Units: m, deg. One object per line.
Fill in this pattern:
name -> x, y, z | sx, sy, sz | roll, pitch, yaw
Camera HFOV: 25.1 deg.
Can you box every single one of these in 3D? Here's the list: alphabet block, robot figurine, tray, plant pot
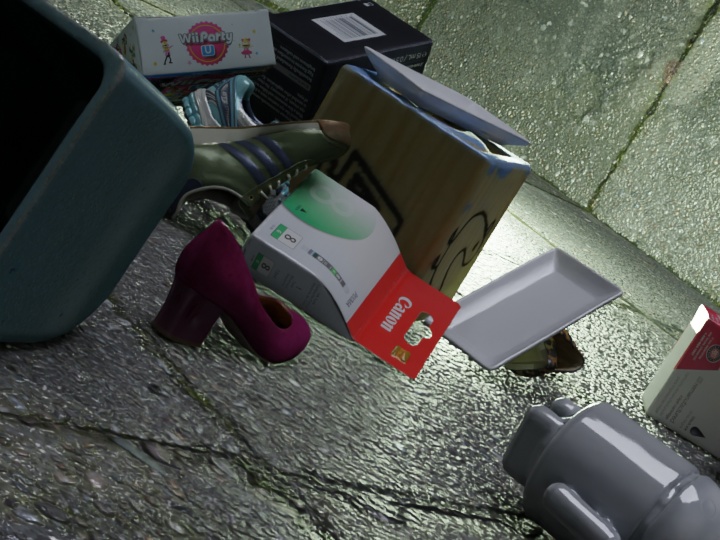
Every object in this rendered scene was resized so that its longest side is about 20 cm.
alphabet block -> 0.036, -0.080, 1.728 | 0.196, 0.201, 0.195 | 35, 12, 17
robot figurine -> 0.208, 0.183, 1.275 | 0.200, 0.114, 0.169 | 38, 28, 27
tray -> 0.091, -0.178, 1.723 | 0.199, 0.022, 0.107 | 19, 16, -47
plant pot -> -0.223, -0.071, 1.050 | 0.195, 0.197, 0.200 | 36, 2, 24
tray -> 0.175, 0.045, 1.723 | 0.199, 0.022, 0.107 | -27, 43, -29

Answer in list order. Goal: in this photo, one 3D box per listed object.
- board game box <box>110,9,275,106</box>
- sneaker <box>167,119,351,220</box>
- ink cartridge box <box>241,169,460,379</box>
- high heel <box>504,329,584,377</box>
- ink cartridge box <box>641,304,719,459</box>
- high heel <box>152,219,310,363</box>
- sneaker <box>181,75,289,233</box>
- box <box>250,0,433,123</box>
board game box -> -0.191, -0.223, 1.736 | 0.146, 0.065, 0.200 | -7, -4, -20
sneaker -> -0.103, -0.091, 1.550 | 0.198, 0.091, 0.067 | -4, -11, -16
ink cartridge box -> 0.000, 0.000, 1.546 | 0.199, 0.050, 0.161 | 31, 33, 5
high heel -> 0.221, 0.095, 1.806 | 0.142, 0.072, 0.200 | 26, 7, -18
ink cartridge box -> 0.473, 0.160, 2.005 | 0.199, 0.145, 0.084 | 31, 13, -1
high heel -> -0.078, 0.016, 1.266 | 0.067, 0.097, 0.200 | 36, 12, 23
sneaker -> -0.101, -0.107, 1.632 | 0.201, 0.086, 0.078 | 60, 4, 1
box -> -0.041, -0.193, 1.867 | 0.117, 0.201, 0.196 | 37, 34, 27
